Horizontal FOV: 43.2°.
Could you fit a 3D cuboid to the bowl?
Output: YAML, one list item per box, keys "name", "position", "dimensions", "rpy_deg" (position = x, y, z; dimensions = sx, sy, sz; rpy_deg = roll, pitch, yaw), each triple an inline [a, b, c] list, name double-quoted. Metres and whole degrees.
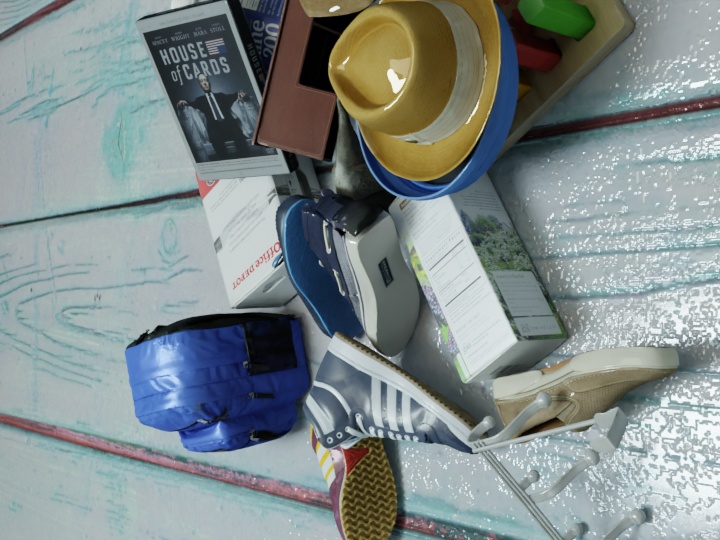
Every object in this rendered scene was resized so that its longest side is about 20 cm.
- name: "bowl"
  position: [0.067, -0.165, 0.839]
  dimensions: [0.199, 0.039, 0.205]
  rpy_deg: [0, 91, 54]

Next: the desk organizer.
- name: "desk organizer"
  position: [-0.048, -0.219, 0.949]
  dimensions: [0.076, 0.072, 0.203]
  rpy_deg: [14, 96, 5]

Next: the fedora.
- name: "fedora"
  position: [0.033, -0.174, 0.783]
  dimensions: [0.199, 0.081, 0.205]
  rpy_deg: [0, 90, 54]

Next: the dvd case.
- name: "dvd case"
  position: [-0.163, -0.200, 1.035]
  dimensions: [0.148, 0.025, 0.202]
  rpy_deg: [0, 122, 36]

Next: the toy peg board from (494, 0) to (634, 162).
- name: "toy peg board"
  position: [0.118, -0.245, 0.865]
  dimensions: [0.199, 0.097, 0.202]
  rpy_deg: [-43, 58, 39]

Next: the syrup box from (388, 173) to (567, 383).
- name: "syrup box"
  position: [0.110, -0.001, 0.883]
  dimensions: [0.081, 0.078, 0.202]
  rpy_deg: [-44, 58, 38]

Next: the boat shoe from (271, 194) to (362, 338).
- name: "boat shoe"
  position: [-0.059, 0.001, 1.014]
  dimensions: [0.068, 0.083, 0.202]
  rpy_deg: [36, 149, 47]

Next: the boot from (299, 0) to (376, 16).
- name: "boot"
  position: [0.021, -0.288, 0.851]
  dimensions: [0.197, 0.073, 0.077]
  rpy_deg: [-2, 107, 33]

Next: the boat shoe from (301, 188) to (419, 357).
- name: "boat shoe"
  position: [0.000, 0.000, 0.954]
  dimensions: [0.092, 0.074, 0.202]
  rpy_deg: [29, 146, 37]

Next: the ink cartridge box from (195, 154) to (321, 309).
- name: "ink cartridge box"
  position: [-0.119, -0.072, 1.139]
  dimensions: [0.146, 0.082, 0.203]
  rpy_deg: [-37, 63, 41]

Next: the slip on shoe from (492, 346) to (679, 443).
- name: "slip on shoe"
  position: [0.192, 0.109, 0.789]
  dimensions: [0.199, 0.075, 0.062]
  rpy_deg: [-24, 67, 49]

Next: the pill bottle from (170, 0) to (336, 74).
- name: "pill bottle"
  position: [-0.113, -0.281, 1.047]
  dimensions: [0.197, 0.111, 0.113]
  rpy_deg: [15, 103, 9]

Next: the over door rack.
- name: "over door rack"
  position: [0.191, 0.171, 0.736]
  dimensions: [0.148, 0.067, 0.199]
  rpy_deg: [49, 154, -8]

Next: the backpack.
- name: "backpack"
  position: [-0.178, 0.136, 1.116]
  dimensions: [0.161, 0.198, 0.171]
  rpy_deg: [-25, 71, 44]

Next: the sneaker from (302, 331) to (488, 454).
- name: "sneaker"
  position: [0.029, 0.158, 0.933]
  dimensions: [0.198, 0.070, 0.110]
  rpy_deg: [31, 90, 24]

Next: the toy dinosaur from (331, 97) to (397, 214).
- name: "toy dinosaur"
  position: [0.011, -0.090, 0.957]
  dimensions: [0.077, 0.201, 0.102]
  rpy_deg: [31, 68, 34]

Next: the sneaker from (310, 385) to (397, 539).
- name: "sneaker"
  position: [-0.012, 0.218, 1.033]
  dimensions: [0.090, 0.074, 0.204]
  rpy_deg: [158, 105, -68]
